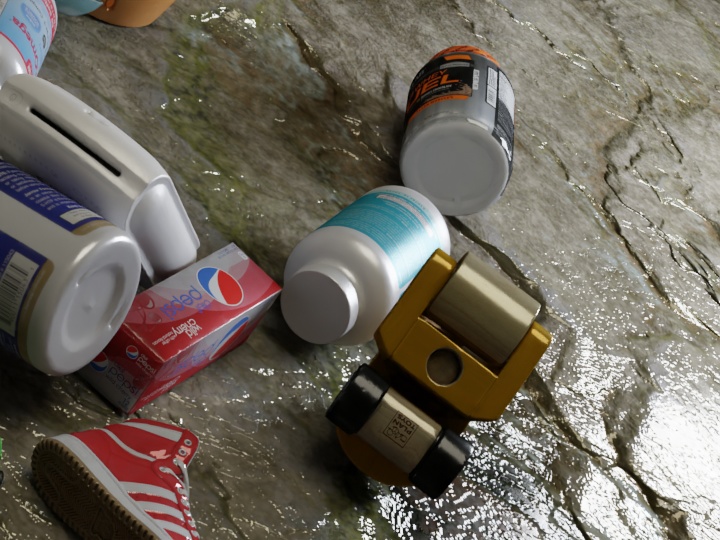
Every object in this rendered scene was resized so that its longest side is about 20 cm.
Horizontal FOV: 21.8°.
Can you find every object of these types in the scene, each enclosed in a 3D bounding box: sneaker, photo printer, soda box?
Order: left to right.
[{"bbox_3d":[-0.217,-0.072,1.520,0.166,0.070,0.200,36,-13,15],"label":"photo printer"},{"bbox_3d":[-0.140,0.185,1.364,0.200,0.071,0.112,47,35,21],"label":"sneaker"},{"bbox_3d":[-0.147,0.046,1.547,0.063,0.070,0.200,42,31,9],"label":"soda box"}]

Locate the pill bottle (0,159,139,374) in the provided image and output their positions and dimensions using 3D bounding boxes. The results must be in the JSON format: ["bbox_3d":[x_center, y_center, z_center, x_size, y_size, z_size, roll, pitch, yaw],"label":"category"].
[{"bbox_3d":[-0.277,-0.018,1.417,0.199,0.121,0.119,30,27,20],"label":"pill bottle"}]

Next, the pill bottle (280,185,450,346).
[{"bbox_3d":[0.000,0.000,1.721,0.111,0.111,0.200,40,30,7],"label":"pill bottle"}]

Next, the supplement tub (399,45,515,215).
[{"bbox_3d":[0.107,-0.158,2.037,0.122,0.123,0.201,29,30,-13],"label":"supplement tub"}]

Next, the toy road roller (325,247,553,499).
[{"bbox_3d":[0.059,0.089,1.596,0.123,0.201,0.146,36,-6,-1],"label":"toy road roller"}]

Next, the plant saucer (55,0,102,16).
[{"bbox_3d":[-0.341,-0.291,1.788,0.199,0.028,0.200,28,5,-3],"label":"plant saucer"}]

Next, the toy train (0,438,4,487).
[{"bbox_3d":[-0.339,0.108,1.298,0.199,0.042,0.057,23,23,-22],"label":"toy train"}]

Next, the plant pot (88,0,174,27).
[{"bbox_3d":[-0.240,-0.347,1.923,0.199,0.140,0.201,27,31,-18],"label":"plant pot"}]

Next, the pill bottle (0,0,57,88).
[{"bbox_3d":[-0.335,-0.185,1.634,0.108,0.109,0.201,28,32,-14],"label":"pill bottle"}]
